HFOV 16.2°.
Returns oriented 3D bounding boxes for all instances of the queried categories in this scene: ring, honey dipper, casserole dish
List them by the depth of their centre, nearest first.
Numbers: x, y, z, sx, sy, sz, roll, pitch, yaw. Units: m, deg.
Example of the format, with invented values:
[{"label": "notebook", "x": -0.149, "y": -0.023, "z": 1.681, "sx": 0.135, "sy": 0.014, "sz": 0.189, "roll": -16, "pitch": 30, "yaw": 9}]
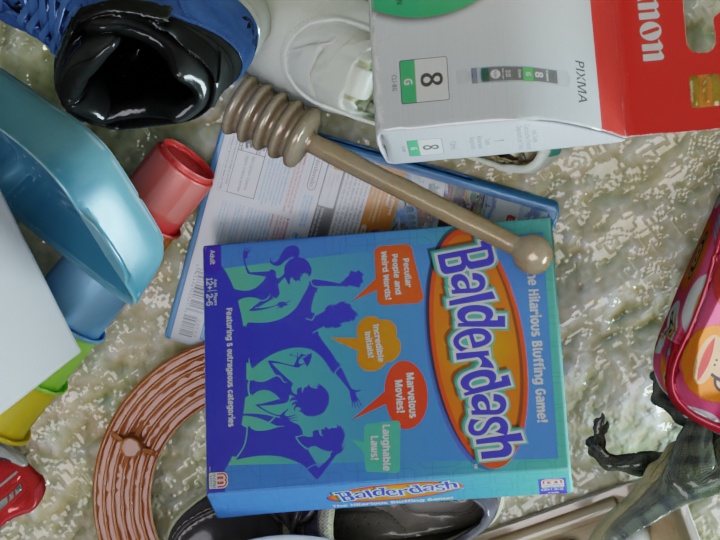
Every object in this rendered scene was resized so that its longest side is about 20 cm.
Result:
[{"label": "casserole dish", "x": -0.171, "y": -0.055, "z": 1.395, "sx": 0.039, "sy": 0.200, "sz": 0.121, "roll": -41, "pitch": 130, "yaw": -15}, {"label": "honey dipper", "x": 0.016, "y": -0.048, "z": 1.410, "sx": 0.200, "sy": 0.038, "sz": 0.038, "roll": 28, "pitch": 106, "yaw": 11}, {"label": "ring", "x": -0.060, "y": 0.137, "z": 1.484, "sx": 0.200, "sy": 0.019, "sz": 0.200, "roll": 1, "pitch": 97, "yaw": 5}]

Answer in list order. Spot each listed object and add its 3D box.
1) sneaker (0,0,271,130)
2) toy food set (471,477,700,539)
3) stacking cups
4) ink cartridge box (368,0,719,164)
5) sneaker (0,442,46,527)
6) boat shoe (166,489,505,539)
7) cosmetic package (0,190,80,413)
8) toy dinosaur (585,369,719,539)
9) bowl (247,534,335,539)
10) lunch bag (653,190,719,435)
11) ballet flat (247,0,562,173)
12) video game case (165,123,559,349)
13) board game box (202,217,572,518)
[{"label": "sneaker", "x": -0.158, "y": -0.139, "z": 1.382, "sx": 0.200, "sy": 0.111, "sz": 0.077, "roll": 21, "pitch": 128, "yaw": 5}, {"label": "toy food set", "x": 0.119, "y": 0.221, "z": 1.509, "sx": 0.200, "sy": 0.060, "sz": 0.144, "roll": -19, "pitch": 104, "yaw": 9}, {"label": "stacking cups", "x": -0.161, "y": 0.007, "z": 1.468, "sx": 0.061, "sy": 0.061, "sz": 0.200, "roll": 36, "pitch": 103, "yaw": -7}, {"label": "ink cartridge box", "x": 0.104, "y": -0.146, "z": 1.367, "sx": 0.200, "sy": 0.050, "sz": 0.161, "roll": -6, "pitch": 67, "yaw": 7}, {"label": "sneaker", "x": -0.255, "y": 0.191, "z": 1.518, "sx": 0.085, "sy": 0.077, "sz": 0.200, "roll": 29, "pitch": 106, "yaw": -10}, {"label": "boat shoe", "x": -0.017, "y": 0.142, "z": 1.438, "sx": 0.200, "sy": 0.065, "sz": 0.072, "roll": -10, "pitch": 96, "yaw": 6}, {"label": "cosmetic package", "x": -0.295, "y": 0.001, "z": 1.399, "sx": 0.199, "sy": 0.123, "sz": 0.200, "roll": -13, "pitch": 107, "yaw": 40}, {"label": "toy dinosaur", "x": 0.180, "y": 0.105, "z": 1.462, "sx": 0.200, "sy": 0.047, "sz": 0.088, "roll": -33, "pitch": 64, "yaw": -9}, {"label": "bowl", "x": -0.035, "y": 0.256, "z": 1.374, "sx": 0.201, "sy": 0.201, "sz": 0.105, "roll": 26, "pitch": 137, "yaw": -4}, {"label": "lunch bag", "x": 0.271, "y": 0.012, "z": 1.405, "sx": 0.176, "sy": 0.082, "sz": 0.200, "roll": 20, "pitch": 95, "yaw": -2}, {"label": "ballet flat", "x": 0.022, "y": -0.104, "z": 1.419, "sx": 0.200, "sy": 0.069, "sz": 0.069, "roll": 21, "pitch": 106, "yaw": -2}, {"label": "video game case", "x": 0.000, "y": 0.000, "z": 1.475, "sx": 0.200, "sy": 0.018, "sz": 0.143, "roll": 16, "pitch": 106, "yaw": -1}, {"label": "board game box", "x": 0.014, "y": 0.054, "z": 1.414, "sx": 0.200, "sy": 0.045, "sz": 0.152, "roll": -5, "pitch": 66, "yaw": 4}]
